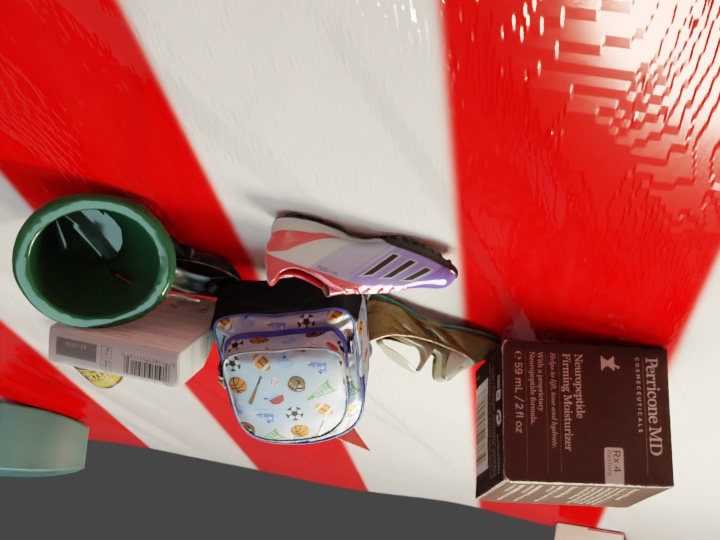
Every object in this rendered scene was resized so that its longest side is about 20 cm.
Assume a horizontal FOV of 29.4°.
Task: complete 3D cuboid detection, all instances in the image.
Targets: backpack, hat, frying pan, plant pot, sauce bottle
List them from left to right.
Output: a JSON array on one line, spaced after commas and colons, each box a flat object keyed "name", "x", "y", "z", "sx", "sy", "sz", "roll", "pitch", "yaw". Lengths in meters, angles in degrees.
[{"name": "plant pot", "x": -0.680, "y": 0.365, "z": 2.879, "sx": 0.199, "sy": 0.142, "sz": 0.141, "roll": 10, "pitch": 164, "yaw": -20}, {"name": "hat", "x": -0.304, "y": -0.046, "z": 1.539, "sx": 0.198, "sy": 0.176, "sz": 0.167, "roll": -5, "pitch": 119, "yaw": -3}, {"name": "sauce bottle", "x": -0.412, "y": 0.128, "z": 2.088, "sx": 0.064, "sy": 0.065, "sz": 0.200, "roll": 9, "pitch": 163, "yaw": 10}, {"name": "frying pan", "x": -0.209, "y": -0.011, "z": 1.579, "sx": 0.114, "sy": 0.031, "sz": 0.190, "roll": -2, "pitch": 155, "yaw": 32}, {"name": "backpack", "x": -0.072, "y": 0.109, "z": 1.552, "sx": 0.198, "sy": 0.155, "sz": 0.191, "roll": -2, "pitch": 131, "yaw": 11}]

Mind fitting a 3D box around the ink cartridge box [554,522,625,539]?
[{"name": "ink cartridge box", "x": 0.495, "y": 0.609, "z": 2.934, "sx": 0.144, "sy": 0.085, "sz": 0.200, "roll": 7, "pitch": 162, "yaw": 18}]

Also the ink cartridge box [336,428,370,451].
[{"name": "ink cartridge box", "x": -0.072, "y": 0.136, "z": 1.748, "sx": 0.160, "sy": 0.050, "sz": 0.200, "roll": 26, "pitch": -168, "yaw": -36}]

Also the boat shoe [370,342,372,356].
[{"name": "boat shoe", "x": -0.062, "y": 0.076, "z": 1.712, "sx": 0.071, "sy": 0.071, "sz": 0.200, "roll": -17, "pitch": 152, "yaw": 37}]

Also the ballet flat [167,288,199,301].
[{"name": "ballet flat", "x": -0.222, "y": 0.066, "z": 1.773, "sx": 0.074, "sy": 0.075, "sz": 0.200, "roll": 10, "pitch": 164, "yaw": 6}]

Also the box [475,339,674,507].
[{"name": "box", "x": 0.245, "y": 0.183, "z": 1.614, "sx": 0.198, "sy": 0.167, "sz": 0.164, "roll": 3, "pitch": 162, "yaw": -6}]

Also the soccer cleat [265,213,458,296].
[{"name": "soccer cleat", "x": 0.000, "y": 0.000, "z": 1.408, "sx": 0.198, "sy": 0.074, "sz": 0.068, "roll": 13, "pitch": 162, "yaw": -3}]

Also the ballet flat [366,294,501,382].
[{"name": "ballet flat", "x": 0.081, "y": 0.091, "z": 1.635, "sx": 0.199, "sy": 0.073, "sz": 0.068, "roll": 21, "pitch": 159, "yaw": -27}]

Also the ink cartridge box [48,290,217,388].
[{"name": "ink cartridge box", "x": -0.244, "y": 0.070, "z": 1.586, "sx": 0.159, "sy": 0.048, "sz": 0.200, "roll": 10, "pitch": -164, "yaw": 14}]
